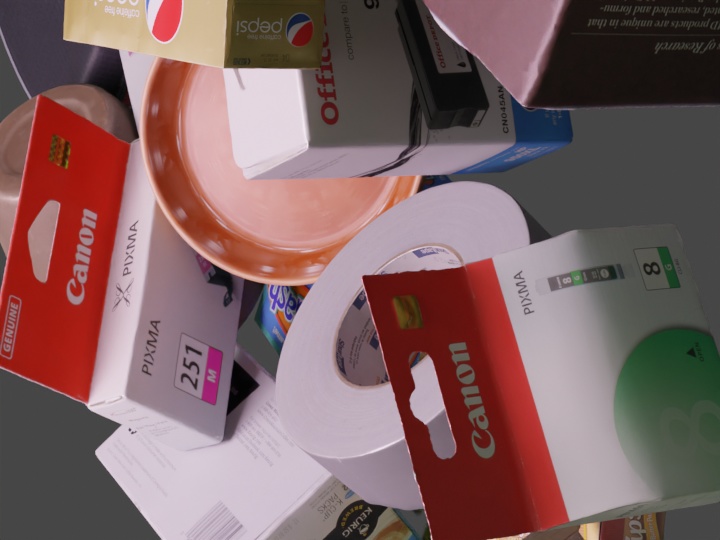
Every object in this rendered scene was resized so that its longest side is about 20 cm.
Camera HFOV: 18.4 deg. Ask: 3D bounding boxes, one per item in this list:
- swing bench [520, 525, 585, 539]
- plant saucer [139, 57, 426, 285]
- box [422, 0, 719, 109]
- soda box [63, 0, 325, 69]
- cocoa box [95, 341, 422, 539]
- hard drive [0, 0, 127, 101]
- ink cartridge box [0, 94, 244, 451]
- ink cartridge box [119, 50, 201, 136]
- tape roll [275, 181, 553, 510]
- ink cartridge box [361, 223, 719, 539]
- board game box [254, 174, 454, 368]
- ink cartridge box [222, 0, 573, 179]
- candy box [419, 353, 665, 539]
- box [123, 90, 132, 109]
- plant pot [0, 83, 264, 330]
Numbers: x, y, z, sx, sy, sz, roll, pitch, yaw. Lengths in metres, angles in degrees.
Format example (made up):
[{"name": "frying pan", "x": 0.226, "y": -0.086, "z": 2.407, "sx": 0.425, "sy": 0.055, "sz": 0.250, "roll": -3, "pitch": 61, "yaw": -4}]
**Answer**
[{"name": "swing bench", "x": 0.100, "y": 0.283, "z": 1.285, "sx": 0.199, "sy": 0.129, "sz": 0.200, "roll": 51, "pitch": 138, "yaw": 13}, {"name": "plant saucer", "x": -0.048, "y": -0.091, "z": 1.463, "sx": 0.199, "sy": 0.032, "sz": 0.202, "roll": 3, "pitch": 99, "yaw": 16}, {"name": "box", "x": 0.140, "y": -0.214, "z": 1.196, "sx": 0.166, "sy": 0.163, "sz": 0.201, "roll": 52, "pitch": 134, "yaw": 41}, {"name": "soda box", "x": -0.101, "y": -0.158, "z": 1.300, "sx": 0.199, "sy": 0.067, "sz": 0.065, "roll": 16, "pitch": 106, "yaw": 55}, {"name": "cocoa box", "x": -0.066, "y": 0.163, "z": 1.538, "sx": 0.131, "sy": 0.133, "sz": 0.200, "roll": 52, "pitch": 172, "yaw": -37}, {"name": "hard drive", "x": -0.231, "y": -0.197, "z": 1.710, "sx": 0.201, "sy": 0.042, "sz": 0.135, "roll": 61, "pitch": 138, "yaw": 35}, {"name": "ink cartridge box", "x": -0.153, "y": -0.002, "z": 1.488, "sx": 0.043, "sy": 0.173, "sz": 0.202, "roll": -15, "pitch": 58, "yaw": 39}, {"name": "ink cartridge box", "x": -0.099, "y": -0.190, "z": 1.592, "sx": 0.085, "sy": 0.144, "sz": 0.202, "roll": -34, "pitch": 64, "yaw": 52}, {"name": "tape roll", "x": 0.043, "y": 0.045, "z": 1.365, "sx": 0.200, "sy": 0.066, "sz": 0.201, "roll": -30, "pitch": 38, "yaw": 27}, {"name": "ink cartridge box", "x": 0.113, "y": 0.059, "z": 1.232, "sx": 0.050, "sy": 0.199, "sz": 0.162, "roll": -39, "pitch": 62, "yaw": 51}, {"name": "board game box", "x": 0.000, "y": 0.000, "z": 1.547, "sx": 0.152, "sy": 0.045, "sz": 0.201, "roll": 51, "pitch": 134, "yaw": 41}, {"name": "ink cartridge box", "x": 0.020, "y": -0.136, "z": 1.359, "sx": 0.084, "sy": 0.199, "sz": 0.146, "roll": -19, "pitch": 77, "yaw": 56}, {"name": "candy box", "x": 0.108, "y": 0.113, "z": 1.378, "sx": 0.200, "sy": 0.055, "sz": 0.116, "roll": 20, "pitch": 109, "yaw": 55}, {"name": "box", "x": -0.183, "y": -0.125, "z": 1.772, "sx": 0.095, "sy": 0.099, "sz": 0.201, "roll": 39, "pitch": 125, "yaw": 49}, {"name": "plant pot", "x": -0.189, "y": -0.035, "z": 1.619, "sx": 0.200, "sy": 0.200, "sz": 0.175, "roll": 43, "pitch": 169, "yaw": 47}]
